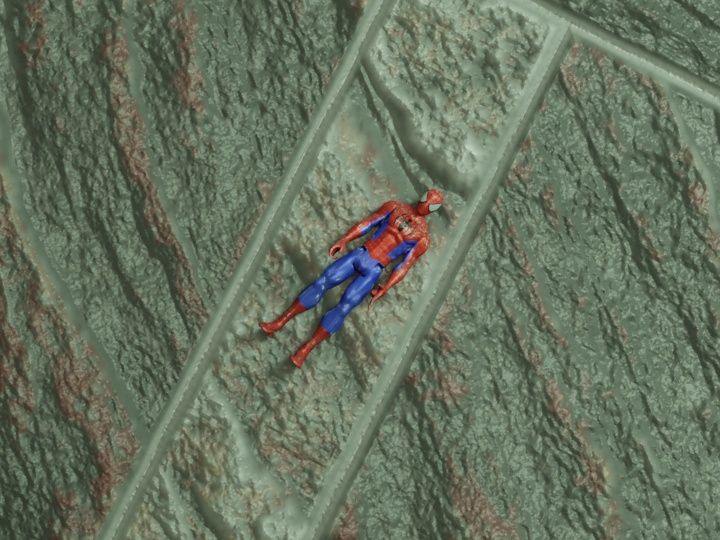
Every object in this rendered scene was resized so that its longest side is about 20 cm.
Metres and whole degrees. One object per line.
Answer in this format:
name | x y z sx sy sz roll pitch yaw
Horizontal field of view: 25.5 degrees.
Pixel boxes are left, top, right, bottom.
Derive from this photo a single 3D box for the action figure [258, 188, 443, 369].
action figure | 0.000 0.000 1.418 0.200 0.052 0.065 -44 81 -4
